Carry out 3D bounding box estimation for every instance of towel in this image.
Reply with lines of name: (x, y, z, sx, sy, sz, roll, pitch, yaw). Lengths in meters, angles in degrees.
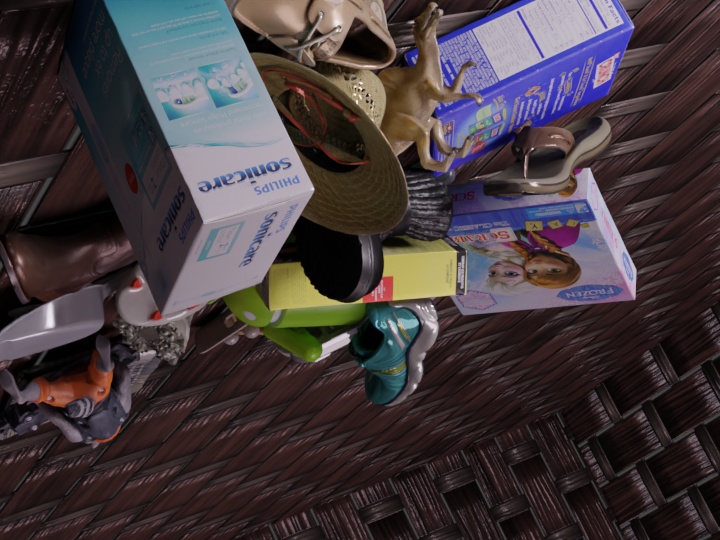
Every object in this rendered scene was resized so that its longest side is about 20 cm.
towel: (-0.324, 0.137, 1.708, 0.199, 0.035, 0.193, -18, 162, -31)

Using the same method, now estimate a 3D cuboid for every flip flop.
flip flop: (0.179, -0.118, 1.398, 0.081, 0.058, 0.200, 2, -154, 39)

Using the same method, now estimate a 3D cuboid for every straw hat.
straw hat: (-0.022, -0.128, 1.191, 0.085, 0.200, 0.201, -56, 180, -28)

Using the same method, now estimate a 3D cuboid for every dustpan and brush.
dustpan and brush: (-0.278, 0.034, 1.441, 0.199, 0.058, 0.140, -15, 173, -17)

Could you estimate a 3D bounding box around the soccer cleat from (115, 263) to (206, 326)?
soccer cleat: (-0.152, -0.012, 1.386, 0.200, 0.070, 0.077, -38, -165, -22)

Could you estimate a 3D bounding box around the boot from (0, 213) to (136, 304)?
boot: (-0.210, -0.038, 1.271, 0.199, 0.065, 0.186, -23, 178, -1)

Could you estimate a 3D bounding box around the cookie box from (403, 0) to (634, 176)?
cookie box: (0.143, -0.183, 1.365, 0.199, 0.076, 0.171, -25, 166, -5)

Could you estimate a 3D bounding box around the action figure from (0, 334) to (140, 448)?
action figure: (-0.317, 0.151, 1.553, 0.199, 0.105, 0.194, -32, 157, -6)

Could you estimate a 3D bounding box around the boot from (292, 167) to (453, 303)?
boot: (0.020, -0.041, 1.344, 0.157, 0.212, 0.080, 12, 124, -30)

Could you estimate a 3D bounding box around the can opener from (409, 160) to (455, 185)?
can opener: (0.019, -0.058, 1.602, 0.199, 0.067, 0.053, -35, 167, 8)

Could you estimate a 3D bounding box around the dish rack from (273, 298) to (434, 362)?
dish rack: (-0.015, 0.026, 1.625, 0.199, 0.172, 0.044, -27, 125, -7)

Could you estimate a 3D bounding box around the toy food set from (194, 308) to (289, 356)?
toy food set: (-0.096, 0.063, 1.795, 0.143, 0.061, 0.200, -33, 164, 23)

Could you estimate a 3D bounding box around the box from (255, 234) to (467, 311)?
box: (0.000, 0.000, 1.418, 0.198, 0.051, 0.075, -4, -163, -16)

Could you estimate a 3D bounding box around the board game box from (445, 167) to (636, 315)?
board game box: (0.168, -0.025, 1.512, 0.198, 0.041, 0.200, -6, 147, 24)

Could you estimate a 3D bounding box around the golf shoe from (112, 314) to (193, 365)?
golf shoe: (-0.201, 0.034, 1.483, 0.200, 0.078, 0.098, 146, -32, -77)

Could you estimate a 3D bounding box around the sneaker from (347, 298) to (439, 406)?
sneaker: (0.024, 0.077, 1.524, 0.079, 0.078, 0.201, -9, 148, -15)

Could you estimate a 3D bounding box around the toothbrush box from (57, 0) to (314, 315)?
toothbrush box: (-0.123, -0.094, 0.980, 0.085, 0.201, 0.147, -19, 164, -26)

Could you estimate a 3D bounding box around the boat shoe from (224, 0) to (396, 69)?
boat shoe: (-0.033, -0.190, 1.075, 0.071, 0.065, 0.199, -35, 163, 29)

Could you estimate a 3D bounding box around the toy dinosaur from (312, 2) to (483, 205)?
toy dinosaur: (0.045, -0.126, 1.254, 0.201, 0.101, 0.058, -63, 165, 11)

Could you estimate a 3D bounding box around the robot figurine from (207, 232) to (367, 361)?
robot figurine: (-0.059, 0.000, 1.507, 0.198, 0.116, 0.177, -1, 122, -21)
